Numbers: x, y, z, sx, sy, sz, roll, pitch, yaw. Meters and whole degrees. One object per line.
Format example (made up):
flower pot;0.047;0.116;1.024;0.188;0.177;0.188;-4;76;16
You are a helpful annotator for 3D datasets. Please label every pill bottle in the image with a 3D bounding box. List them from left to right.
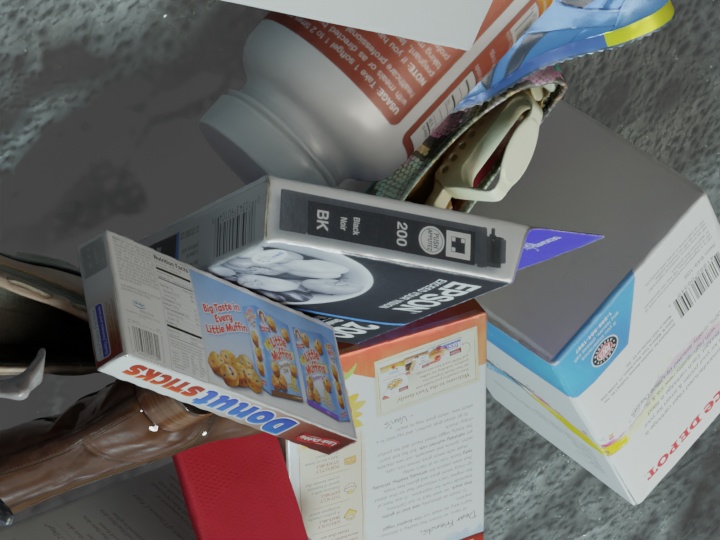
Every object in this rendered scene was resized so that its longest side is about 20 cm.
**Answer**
pill bottle;0.008;-0.124;1.584;0.200;0.112;0.112;-46;144;-9

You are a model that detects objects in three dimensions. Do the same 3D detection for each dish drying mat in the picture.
dish drying mat;-0.073;0.122;1.653;0.077;0.201;0.018;-7;163;-39

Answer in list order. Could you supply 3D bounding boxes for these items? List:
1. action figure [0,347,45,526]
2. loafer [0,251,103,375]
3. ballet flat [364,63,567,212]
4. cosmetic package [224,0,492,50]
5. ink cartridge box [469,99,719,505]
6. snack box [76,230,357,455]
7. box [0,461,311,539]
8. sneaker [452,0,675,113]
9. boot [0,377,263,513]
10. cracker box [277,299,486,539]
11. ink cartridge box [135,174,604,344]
action figure;-0.254;0.056;1.396;0.192;0.105;0.201;13;125;-10
loafer;-0.201;0.024;1.508;0.199;0.063;0.072;4;116;-50
ballet flat;0.054;-0.052;1.734;0.200;0.071;0.069;-54;139;0
cosmetic package;-0.044;-0.176;1.448;0.199;0.151;0.052;5;113;-51
ink cartridge box;0.149;0.020;1.838;0.147;0.146;0.200;-47;144;-10
snack box;-0.072;0.040;1.505;0.024;0.072;0.200;-27;150;27
box;-0.133;0.203;1.681;0.199;0.124;0.098;-19;135;-38
sneaker;0.087;-0.152;1.681;0.199;0.066;0.079;-23;118;-7
boot;-0.139;0.093;1.591;0.199;0.065;0.186;-27;165;25
cracker box;0.006;0.108;1.745;0.133;0.058;0.201;-15;127;-20
ink cartridge box;0.000;0.000;1.565;0.199;0.198;0.044;9;76;-23
